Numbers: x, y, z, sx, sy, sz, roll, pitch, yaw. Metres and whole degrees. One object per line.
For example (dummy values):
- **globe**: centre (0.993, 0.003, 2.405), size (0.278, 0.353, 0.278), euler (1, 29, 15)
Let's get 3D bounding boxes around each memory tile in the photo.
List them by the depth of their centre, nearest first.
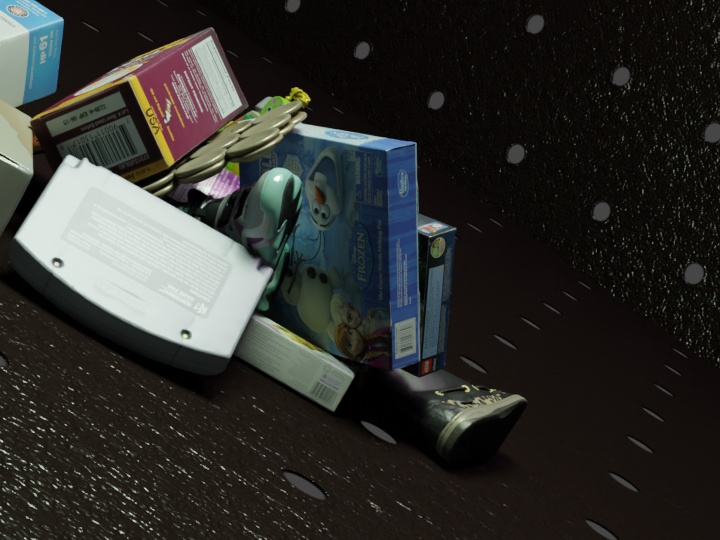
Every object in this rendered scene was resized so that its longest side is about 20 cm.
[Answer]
- **memory tile**: centre (-0.147, -0.094, 1.624), size (0.153, 0.199, 0.017), euler (-66, 133, -70)

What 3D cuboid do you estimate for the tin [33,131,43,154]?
- **tin**: centre (-0.303, -0.126, 1.759), size (0.111, 0.042, 0.200), euler (-7, 5, -10)

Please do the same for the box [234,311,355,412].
- **box**: centre (-0.098, 0.059, 1.660), size (0.199, 0.042, 0.039), euler (30, 7, -4)

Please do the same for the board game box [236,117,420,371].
- **board game box**: centre (-0.031, -0.028, 1.683), size (0.043, 0.202, 0.198), euler (-15, 20, -41)

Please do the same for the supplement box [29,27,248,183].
- **supplement box**: centre (-0.194, -0.141, 1.662), size (0.086, 0.110, 0.200), euler (66, 23, -12)

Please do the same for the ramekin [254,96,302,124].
- **ramekin**: centre (-0.081, -0.087, 2.096), size (0.200, 0.105, 0.200), euler (49, -7, 8)

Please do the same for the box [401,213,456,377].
- **box**: centre (0.000, 0.000, 1.720), size (0.038, 0.138, 0.199), euler (-17, 29, -42)

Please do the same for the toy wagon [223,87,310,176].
- **toy wagon**: centre (-0.120, -0.108, 1.958), size (0.039, 0.201, 0.155), euler (21, 13, -35)

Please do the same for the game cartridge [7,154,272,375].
- **game cartridge**: centre (-0.181, -0.001, 1.512), size (0.199, 0.041, 0.134), euler (30, 44, -5)

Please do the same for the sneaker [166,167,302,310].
- **sneaker**: centre (-0.129, -0.042, 1.614), size (0.139, 0.078, 0.200), euler (22, -31, 3)

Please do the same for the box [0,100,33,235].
- **box**: centre (-0.326, -0.085, 1.538), size (0.077, 0.095, 0.200), euler (28, 11, -17)

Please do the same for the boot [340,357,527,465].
- **boot**: centre (0.072, 0.119, 1.798), size (0.150, 0.074, 0.200), euler (34, 15, 18)

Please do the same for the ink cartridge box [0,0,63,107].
- **ink cartridge box**: centre (-0.393, -0.201, 1.694), size (0.144, 0.085, 0.200), euler (32, 38, 24)

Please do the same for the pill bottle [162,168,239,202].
- **pill bottle**: centre (-0.175, -0.060, 1.815), size (0.199, 0.113, 0.112), euler (29, 10, -7)
